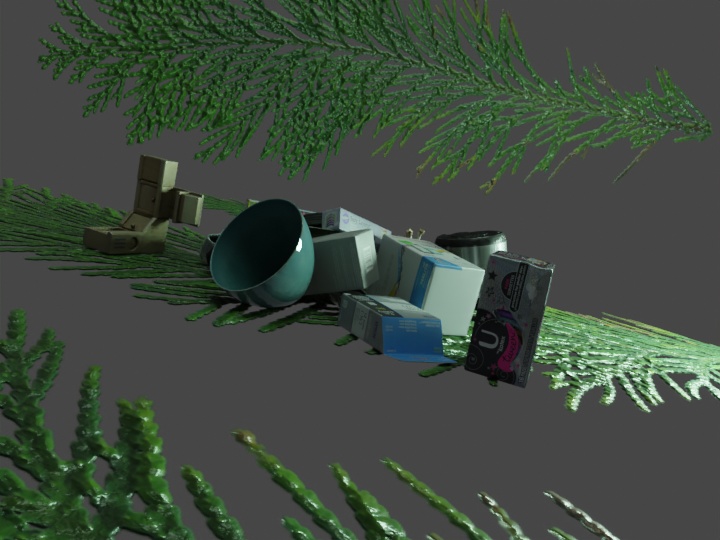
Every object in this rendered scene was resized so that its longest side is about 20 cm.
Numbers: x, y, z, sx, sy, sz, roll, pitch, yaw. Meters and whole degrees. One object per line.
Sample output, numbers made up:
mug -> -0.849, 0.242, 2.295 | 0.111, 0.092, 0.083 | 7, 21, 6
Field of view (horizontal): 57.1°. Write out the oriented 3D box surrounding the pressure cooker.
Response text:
pressure cooker -> 0.261, 0.016, 1.536 | 0.172, 0.207, 0.176 | -3, 9, 9

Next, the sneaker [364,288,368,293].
sneaker -> 0.000, 0.000, 1.515 | 0.073, 0.086, 0.200 | 32, 3, 12

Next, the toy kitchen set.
toy kitchen set -> -0.457, -0.136, 1.418 | 0.159, 0.207, 0.179 | 15, 9, 22

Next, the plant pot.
plant pot -> -0.162, -0.010, 1.232 | 0.197, 0.203, 0.136 | 20, -23, 39

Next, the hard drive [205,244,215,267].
hard drive -> -0.226, -0.019, 1.425 | 0.194, 0.044, 0.134 | 7, -12, -24

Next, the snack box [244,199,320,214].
snack box -> -0.208, -0.093, 1.705 | 0.194, 0.147, 0.053 | 9, 8, -20

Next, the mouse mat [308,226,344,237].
mouse mat -> -0.081, -0.057, 1.411 | 0.194, 0.008, 0.161 | 9, -19, -15

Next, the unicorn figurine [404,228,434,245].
unicorn figurine -> 0.129, -0.013, 1.583 | 0.071, 0.141, 0.201 | 13, 23, 2

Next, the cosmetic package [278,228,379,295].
cosmetic package -> -0.070, -0.014, 1.324 | 0.194, 0.110, 0.090 | -4, 12, 28

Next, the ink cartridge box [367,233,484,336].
ink cartridge box -> 0.134, 0.029, 1.408 | 0.143, 0.151, 0.199 | 6, 16, -34

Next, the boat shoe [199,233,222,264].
boat shoe -> -0.268, -0.049, 1.519 | 0.196, 0.072, 0.071 | 2, 44, -33

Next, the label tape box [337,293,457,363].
label tape box -> 0.068, 0.101, 1.182 | 0.140, 0.068, 0.198 | 7, 10, -35

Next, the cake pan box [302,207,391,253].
cake pan box -> -0.056, -0.076, 1.462 | 0.180, 0.054, 0.197 | -11, -19, 38

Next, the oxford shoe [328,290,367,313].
oxford shoe -> -0.024, 0.051, 1.385 | 0.073, 0.060, 0.200 | 9, 8, -11

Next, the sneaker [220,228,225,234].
sneaker -> -0.266, -0.055, 1.629 | 0.196, 0.080, 0.081 | 22, -21, -31

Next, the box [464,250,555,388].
box -> 0.260, 0.079, 1.154 | 0.111, 0.207, 0.132 | 13, 8, 18
